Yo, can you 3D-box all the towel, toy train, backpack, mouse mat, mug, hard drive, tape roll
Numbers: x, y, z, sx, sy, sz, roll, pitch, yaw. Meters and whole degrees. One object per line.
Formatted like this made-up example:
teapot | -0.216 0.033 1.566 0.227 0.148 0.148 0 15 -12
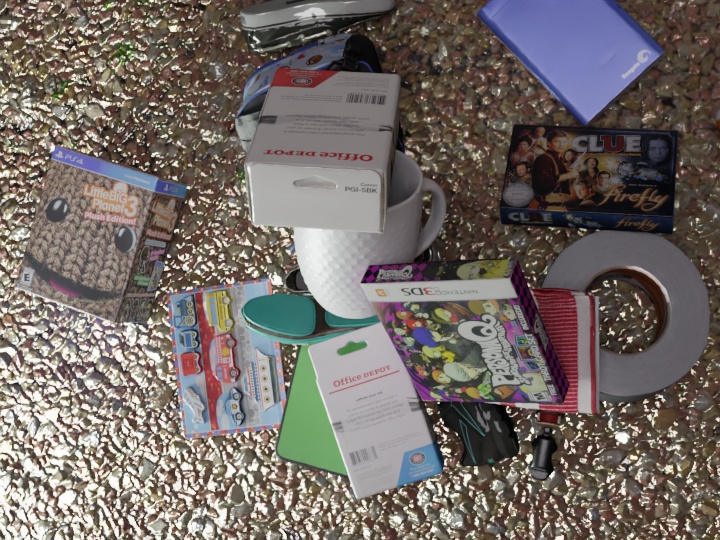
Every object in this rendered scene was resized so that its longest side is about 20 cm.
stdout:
towel | 0.180 0.089 1.280 0.200 0.023 0.144 3 101 33
toy train | 0.234 0.160 1.356 0.034 0.046 0.200 9 91 14
backpack | -0.054 -0.193 1.366 0.190 0.154 0.200 -17 122 8
mouse mat | -0.017 0.168 1.435 0.161 0.008 0.200 14 90 11
mug | 0.017 -0.046 1.299 0.148 0.200 0.176 44 144 40
hard drive | 0.260 -0.294 1.372 0.132 0.025 0.200 -43 79 9
tape roll | 0.307 0.054 1.305 0.200 0.066 0.201 -1 78 3

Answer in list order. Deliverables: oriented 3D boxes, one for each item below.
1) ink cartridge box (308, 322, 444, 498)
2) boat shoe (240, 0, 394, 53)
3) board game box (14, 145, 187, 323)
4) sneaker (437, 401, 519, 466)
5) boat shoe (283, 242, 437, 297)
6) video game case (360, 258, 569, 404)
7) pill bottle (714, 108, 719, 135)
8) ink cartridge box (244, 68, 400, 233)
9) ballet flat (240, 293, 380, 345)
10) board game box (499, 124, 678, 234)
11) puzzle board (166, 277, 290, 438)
ink cartridge box | 0.021 0.170 1.385 0.116 0.067 0.200 -18 89 8
boat shoe | -0.053 -0.323 1.429 0.200 0.071 0.064 -7 119 6
board game box | -0.347 -0.047 1.482 0.159 0.097 0.200 17 93 14
sneaker | 0.126 0.149 1.370 0.079 0.075 0.200 -25 82 15
boat shoe | 0.000 0.000 1.410 0.200 0.064 0.071 -15 85 13
video game case | 0.118 0.071 1.222 0.181 0.200 0.036 -2 43 31
pill bottle | 0.490 -0.106 1.265 0.112 0.112 0.200 -17 85 13
ink cartridge box | -0.036 -0.133 1.196 0.147 0.200 0.083 4 129 5
ballet flat | -0.051 0.070 1.404 0.200 0.070 0.067 -1 56 3
board game box | 0.275 -0.112 1.324 0.200 0.035 0.136 4 55 14
puzzle board | -0.179 0.118 1.477 0.151 0.017 0.200 -8 87 14
